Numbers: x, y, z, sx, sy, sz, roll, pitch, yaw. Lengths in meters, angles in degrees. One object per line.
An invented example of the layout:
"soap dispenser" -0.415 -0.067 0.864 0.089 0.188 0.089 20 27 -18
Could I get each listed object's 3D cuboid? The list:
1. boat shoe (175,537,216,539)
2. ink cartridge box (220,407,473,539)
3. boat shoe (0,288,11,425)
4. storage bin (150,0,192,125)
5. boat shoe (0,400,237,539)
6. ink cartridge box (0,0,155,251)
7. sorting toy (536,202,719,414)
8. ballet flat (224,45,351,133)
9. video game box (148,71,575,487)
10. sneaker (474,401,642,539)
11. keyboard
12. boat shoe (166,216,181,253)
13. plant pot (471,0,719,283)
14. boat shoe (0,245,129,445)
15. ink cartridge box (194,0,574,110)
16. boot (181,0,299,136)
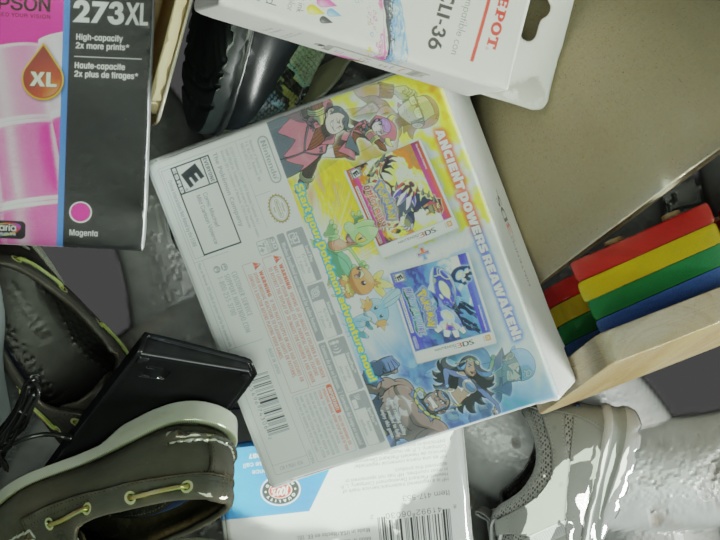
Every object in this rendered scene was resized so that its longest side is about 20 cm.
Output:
"boat shoe" -0.130 0.201 1.619 0.200 0.071 0.063 -6 119 34
"ink cartridge box" -0.006 0.180 1.655 0.146 0.086 0.200 -6 105 -4
"boat shoe" -0.250 0.054 1.556 0.091 0.071 0.200 -44 145 -35
"storage bin" -0.189 -0.195 1.542 0.200 0.094 0.199 14 101 -10
"boat shoe" -0.149 0.142 1.575 0.202 0.060 0.072 -31 140 31
"ink cartridge box" -0.160 -0.108 1.500 0.095 0.037 0.200 3 111 -4
"sorting toy" 0.197 0.003 1.575 0.199 0.200 0.070 -21 83 -11
"ballet flat" -0.019 -0.156 1.592 0.074 0.074 0.200 34 99 -13
"video game box" 0.000 0.000 1.534 0.182 0.047 0.200 -18 96 24
"sneaker" 0.104 0.169 1.680 0.082 0.075 0.200 17 90 -3
"keyboard" -0.153 0.092 1.572 0.127 0.021 0.200 11 142 -25
"boat shoe" -0.015 -0.047 1.609 0.199 0.068 0.074 -9 104 -4
"plant pot" 0.140 -0.103 1.561 0.200 0.200 0.134 -36 87 3
"boat shoe" -0.165 0.065 1.623 0.072 0.061 0.201 -38 104 4
"ink cartridge box" 0.027 -0.162 1.436 0.200 0.067 0.117 15 87 -15
"boot" 0.002 -0.157 1.509 0.168 0.076 0.200 11 96 -21
